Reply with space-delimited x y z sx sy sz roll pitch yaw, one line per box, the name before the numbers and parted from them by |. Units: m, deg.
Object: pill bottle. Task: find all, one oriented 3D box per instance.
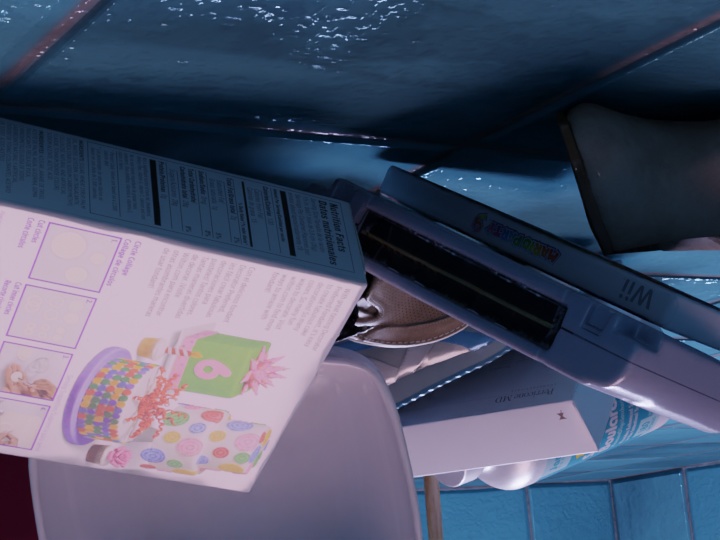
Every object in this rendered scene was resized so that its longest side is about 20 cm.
pill bottle | 0.141 0.101 1.229 0.199 0.111 0.111 -19 176 -27

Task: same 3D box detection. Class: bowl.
bowl | -0.068 0.132 0.857 0.198 0.201 0.075 -8 -160 1

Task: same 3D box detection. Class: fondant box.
fondant box | -0.117 0.018 0.702 0.199 0.058 0.145 13 128 -22

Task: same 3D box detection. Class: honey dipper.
honey dipper | 0.054 0.136 1.252 0.038 0.201 0.038 -5 170 -1

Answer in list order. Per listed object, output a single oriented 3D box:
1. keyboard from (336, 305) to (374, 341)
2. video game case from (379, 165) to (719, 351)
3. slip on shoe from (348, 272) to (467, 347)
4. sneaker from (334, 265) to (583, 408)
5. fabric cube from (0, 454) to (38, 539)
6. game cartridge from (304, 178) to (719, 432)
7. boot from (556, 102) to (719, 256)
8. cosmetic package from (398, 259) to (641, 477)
keyboard | -0.076 0.037 0.849 0.127 0.021 0.200 8 156 -37
video game case | 0.119 0.002 0.786 0.143 0.018 0.200 20 -174 -42
slip on shoe | 0.000 0.000 0.896 0.199 0.077 0.060 11 168 -32
sneaker | 0.063 0.028 1.051 0.199 0.081 0.077 -27 174 2
fabric cube | -0.264 0.112 0.992 0.198 0.201 0.196 2 167 -29
game cartridge | 0.077 0.017 0.739 0.200 0.041 0.133 28 -173 40
boot | 0.177 -0.053 0.756 0.145 0.071 0.200 -14 168 12
cosmetic package | 0.087 0.073 1.117 0.199 0.052 0.151 -13 -151 33
